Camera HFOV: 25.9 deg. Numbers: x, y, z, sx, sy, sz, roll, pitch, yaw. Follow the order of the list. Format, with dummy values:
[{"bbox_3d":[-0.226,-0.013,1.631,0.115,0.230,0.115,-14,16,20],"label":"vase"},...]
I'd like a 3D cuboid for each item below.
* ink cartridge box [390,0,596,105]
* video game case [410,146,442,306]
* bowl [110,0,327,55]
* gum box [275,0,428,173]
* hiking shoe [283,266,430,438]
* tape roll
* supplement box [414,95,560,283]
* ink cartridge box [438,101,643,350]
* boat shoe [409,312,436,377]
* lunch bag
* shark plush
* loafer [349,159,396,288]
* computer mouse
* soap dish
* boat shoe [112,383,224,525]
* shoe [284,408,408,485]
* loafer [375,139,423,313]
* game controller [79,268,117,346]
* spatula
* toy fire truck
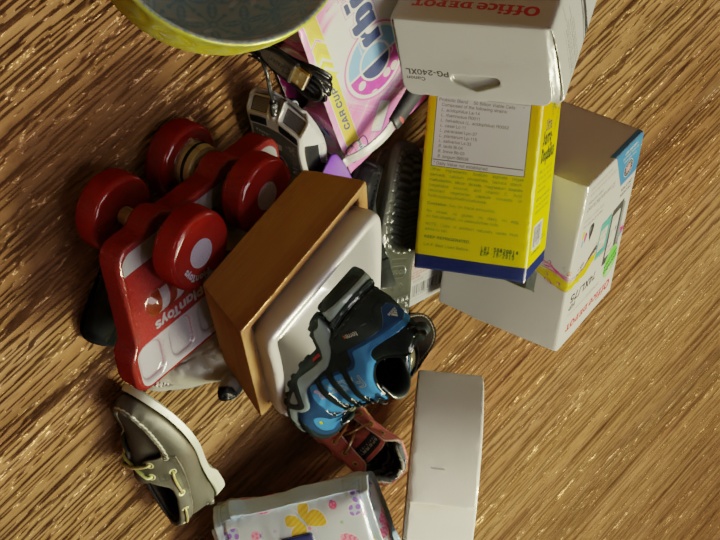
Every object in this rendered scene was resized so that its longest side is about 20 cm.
[{"bbox_3d":[0.125,-0.245,1.360,0.084,0.144,0.201,75,29,-46],"label":"ink cartridge box"},{"bbox_3d":[0.032,-0.031,1.590,0.199,0.023,0.184,-26,135,-36],"label":"video game case"},{"bbox_3d":[-0.121,-0.241,1.142,0.199,0.201,0.108,-35,-176,-28],"label":"bowl"},{"bbox_3d":[-0.015,-0.198,1.358,0.113,0.066,0.201,-45,144,-18],"label":"gum box"},{"bbox_3d":[-0.005,0.088,1.263,0.074,0.086,0.201,-45,163,-33],"label":"hiking shoe"},{"bbox_3d":[0.084,0.206,1.624,0.202,0.070,0.205,6,90,-89],"label":"tape roll"},{"bbox_3d":[0.121,-0.102,1.464,0.109,0.108,0.202,-36,133,-70],"label":"supplement box"},{"bbox_3d":[0.185,-0.054,1.625,0.147,0.145,0.202,-41,146,-47],"label":"ink cartridge box"},{"bbox_3d":[0.031,0.092,1.606,0.200,0.064,0.074,-36,100,-52],"label":"boat shoe"},{"bbox_3d":[-0.049,0.291,1.603,0.168,0.128,0.201,-13,137,4],"label":"lunch bag"},{"bbox_3d":[-0.112,0.058,1.428,0.083,0.091,0.200,-34,180,45],"label":"shark plush"},{"bbox_3d":[0.000,0.000,1.433,0.068,0.070,0.203,-66,166,-86],"label":"loafer"},{"bbox_3d":[-0.063,-0.130,1.344,0.044,0.109,0.201,-49,156,-26],"label":"computer mouse"},{"bbox_3d":[-0.054,0.018,1.288,0.158,0.081,0.200,-50,164,-18],"label":"soap dish"},{"bbox_3d":[-0.183,0.173,1.442,0.060,0.072,0.202,-50,149,-18],"label":"boat shoe"},{"bbox_3d":[-0.016,0.155,1.614,0.072,0.091,0.200,-50,145,-9],"label":"shoe"},{"bbox_3d":[0.014,-0.026,1.495,0.075,0.069,0.202,7,95,-54],"label":"loafer"},{"bbox_3d":[-0.159,0.019,1.388,0.199,0.042,0.105,-2,132,-50],"label":"game controller"},{"bbox_3d":[0.015,-0.118,1.378,0.200,0.020,0.057,-51,148,-10],"label":"spatula"},{"bbox_3d":[-0.136,-0.017,1.293,0.200,0.111,0.169,-42,142,-37],"label":"toy fire truck"}]
